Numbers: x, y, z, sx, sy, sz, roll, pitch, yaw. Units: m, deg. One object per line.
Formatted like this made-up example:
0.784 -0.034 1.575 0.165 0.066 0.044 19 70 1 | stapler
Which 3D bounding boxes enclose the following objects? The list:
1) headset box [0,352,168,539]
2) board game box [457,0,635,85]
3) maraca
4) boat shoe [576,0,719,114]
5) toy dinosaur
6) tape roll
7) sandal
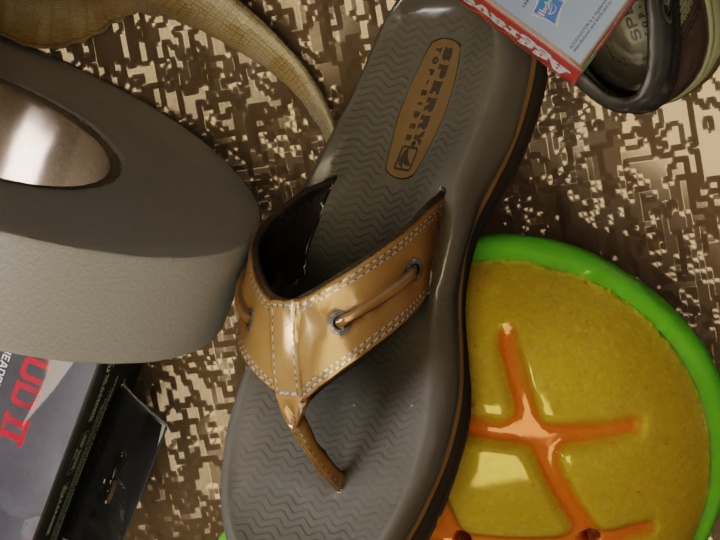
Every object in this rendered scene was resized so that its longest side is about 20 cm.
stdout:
-0.160 0.030 0.920 0.199 0.075 0.149 25 107 6 | headset box
0.079 -0.163 0.803 0.103 0.019 0.200 36 79 1 | board game box
0.034 0.073 0.874 0.137 0.107 0.200 36 121 2 | maraca
0.053 -0.140 0.838 0.073 0.065 0.200 -29 95 18 | boat shoe
-0.086 -0.113 0.892 0.199 0.058 0.101 18 118 -2 | toy dinosaur
-0.128 -0.034 0.834 0.202 0.203 0.037 23 106 6 | tape roll
0.000 0.000 0.804 0.082 0.055 0.201 13 81 40 | sandal
